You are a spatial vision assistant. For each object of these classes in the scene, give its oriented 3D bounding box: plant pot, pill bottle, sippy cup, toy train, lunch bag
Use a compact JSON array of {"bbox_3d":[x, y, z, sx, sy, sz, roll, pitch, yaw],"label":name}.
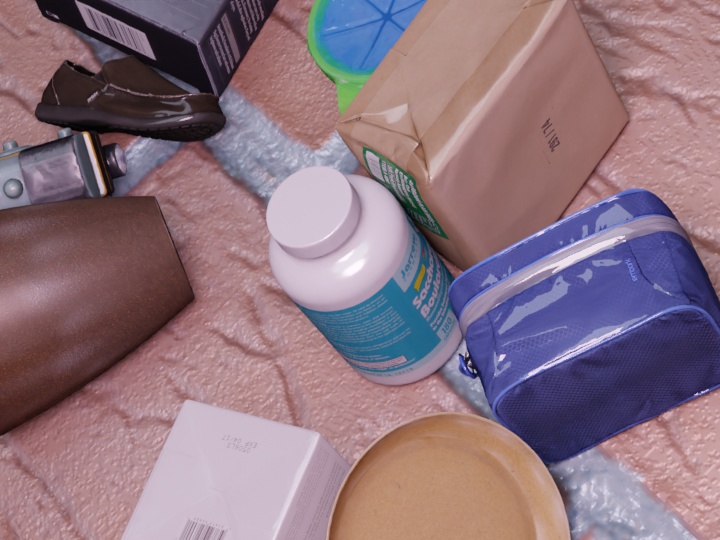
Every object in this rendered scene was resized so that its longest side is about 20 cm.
[{"bbox_3d":[0.059,0.201,1.495,0.027,0.200,0.201,-10,50,63],"label":"plant pot"},{"bbox_3d":[0.000,0.000,1.613,0.110,0.200,0.111,-12,58,19],"label":"pill bottle"},{"bbox_3d":[0.043,-0.177,1.731,0.178,0.130,0.140,-39,51,1],"label":"sippy cup"},{"bbox_3d":[-0.305,-0.071,1.840,0.199,0.114,0.086,-15,93,9],"label":"toy train"},{"bbox_3d":[-0.247,0.016,1.756,0.199,0.187,0.187,-22,53,-5],"label":"plant pot"},{"bbox_3d":[0.162,0.038,1.553,0.199,0.136,0.133,-26,53,12],"label":"lunch bag"}]

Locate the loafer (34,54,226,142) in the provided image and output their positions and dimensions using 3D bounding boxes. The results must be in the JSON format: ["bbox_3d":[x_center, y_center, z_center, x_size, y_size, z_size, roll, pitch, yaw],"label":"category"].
[{"bbox_3d":[-0.207,-0.158,1.876,0.199,0.073,0.072,7,88,30],"label":"loafer"}]

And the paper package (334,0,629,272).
[{"bbox_3d":[0.100,-0.113,1.630,0.103,0.200,0.191,30,79,31],"label":"paper package"}]

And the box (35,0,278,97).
[{"bbox_3d":[-0.170,-0.295,1.889,0.196,0.118,0.200,26,74,14],"label":"box"}]

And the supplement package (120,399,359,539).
[{"bbox_3d":[-0.060,0.198,1.526,0.121,0.200,0.120,11,67,31],"label":"supplement package"}]
